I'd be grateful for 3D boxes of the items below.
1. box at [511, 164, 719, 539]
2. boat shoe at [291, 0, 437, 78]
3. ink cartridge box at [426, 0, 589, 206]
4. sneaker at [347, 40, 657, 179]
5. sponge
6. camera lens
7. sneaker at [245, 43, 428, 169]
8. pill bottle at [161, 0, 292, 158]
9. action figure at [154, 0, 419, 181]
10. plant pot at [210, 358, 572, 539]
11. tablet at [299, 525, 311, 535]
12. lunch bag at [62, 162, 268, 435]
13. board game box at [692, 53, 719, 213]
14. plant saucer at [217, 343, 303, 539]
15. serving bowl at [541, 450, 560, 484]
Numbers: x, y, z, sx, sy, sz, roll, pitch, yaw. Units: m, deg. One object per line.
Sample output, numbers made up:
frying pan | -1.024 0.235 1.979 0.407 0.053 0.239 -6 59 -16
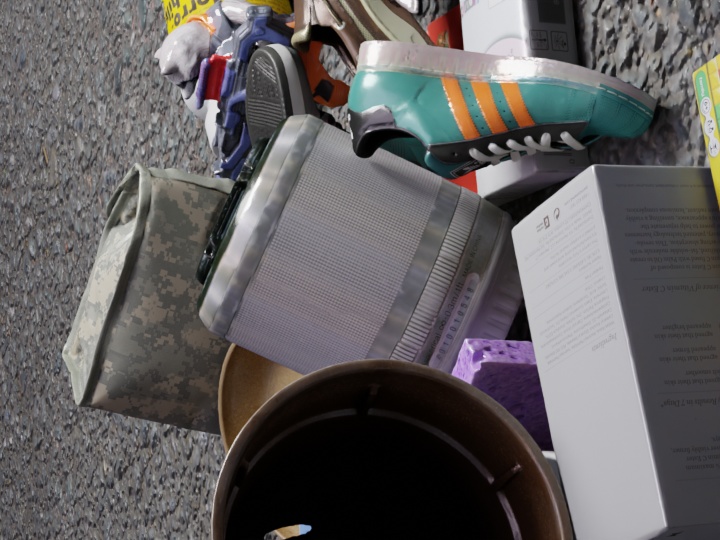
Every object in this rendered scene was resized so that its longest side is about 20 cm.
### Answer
box | 0.174 0.052 1.030 0.097 0.124 0.201 139 126 -58
boat shoe | -0.021 -0.188 1.330 0.203 0.075 0.075 51 174 16
ink cartridge box | 0.083 -0.125 1.306 0.200 0.057 0.163 -19 73 58
sneaker | 0.086 -0.092 1.177 0.199 0.071 0.080 9 86 24
sponge | 0.092 0.128 1.218 0.030 0.111 0.201 -117 36 -46
camera lens | 0.000 0.000 1.255 0.160 0.199 0.161 -155 90 -88
sneaker | -0.010 -0.090 1.399 0.084 0.120 0.201 39 145 50
pill bottle | -0.109 -0.198 1.632 0.113 0.112 0.201 126 136 -52
action figure | -0.070 -0.153 1.455 0.200 0.193 0.105 117 143 -45
plant pot | -0.003 0.181 1.073 0.198 0.199 0.201 119 143 -62
tablet | 0.010 0.153 1.236 0.200 0.014 0.131 10 105 58
lunch bag | -0.130 0.017 1.484 0.118 0.163 0.201 -124 51 -62
board game box | 0.251 -0.040 0.945 0.165 0.056 0.201 141 124 -60
plant saucer | -0.024 0.121 1.412 0.200 0.035 0.201 13 111 38
serving bowl | 0.145 0.208 1.157 0.200 0.066 0.201 15 107 60
